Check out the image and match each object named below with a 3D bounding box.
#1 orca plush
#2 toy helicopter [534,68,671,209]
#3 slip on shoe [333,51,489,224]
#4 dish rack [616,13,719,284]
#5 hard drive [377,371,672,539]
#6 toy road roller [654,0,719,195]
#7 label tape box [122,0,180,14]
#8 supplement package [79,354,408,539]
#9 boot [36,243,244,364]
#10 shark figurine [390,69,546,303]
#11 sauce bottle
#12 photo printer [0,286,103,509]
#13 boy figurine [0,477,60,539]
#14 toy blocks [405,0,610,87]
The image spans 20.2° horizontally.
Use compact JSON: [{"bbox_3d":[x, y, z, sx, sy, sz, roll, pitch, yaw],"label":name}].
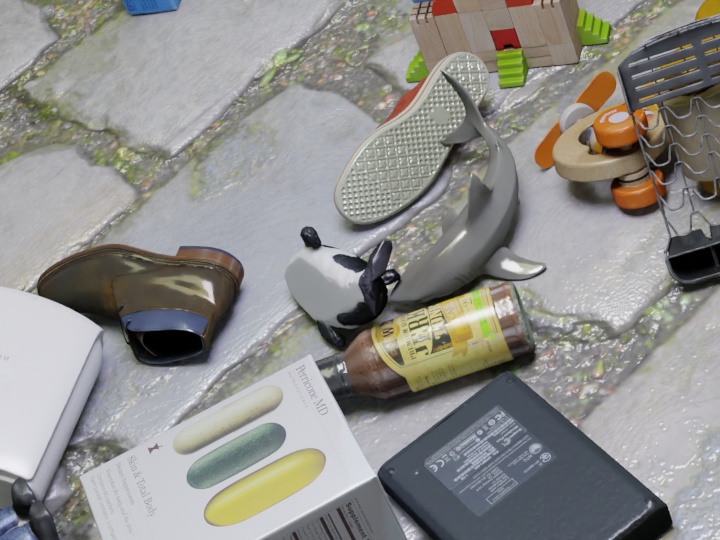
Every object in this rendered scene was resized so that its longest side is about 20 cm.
[{"bbox_3d":[0.000,0.000,1.715,0.071,0.200,0.106,-19,83,-20],"label":"orca plush"},{"bbox_3d":[0.238,-0.138,1.795,0.132,0.079,0.200,7,39,42],"label":"toy helicopter"},{"bbox_3d":[0.044,-0.119,1.865,0.200,0.074,0.061,-52,13,-20],"label":"slip on shoe"},{"bbox_3d":[0.295,-0.103,1.628,0.152,0.201,0.055,-18,20,7],"label":"dish rack"},{"bbox_3d":[0.122,0.172,1.541,0.139,0.033,0.200,-36,42,-13],"label":"hard drive"},{"bbox_3d":[0.326,-0.170,1.740,0.199,0.123,0.146,-33,28,-14],"label":"toy road roller"},{"bbox_3d":[-0.225,-0.400,2.216,0.066,0.144,0.201,-5,45,20],"label":"label tape box"},{"bbox_3d":[-0.078,0.200,1.517,0.199,0.151,0.152,-27,41,-4],"label":"supplement package"},{"bbox_3d":[-0.208,0.032,1.813,0.199,0.075,0.097,-6,42,18],"label":"boot"},{"bbox_3d":[0.101,-0.073,1.749,0.127,0.090,0.216,2,59,22],"label":"shark figurine"},{"bbox_3d":[0.042,0.068,1.664,0.199,0.065,0.065,-20,41,6],"label":"sauce bottle"},{"bbox_3d":[-0.321,0.101,1.763,0.165,0.070,0.201,16,50,5],"label":"photo printer"},{"bbox_3d":[-0.344,0.243,1.635,0.199,0.065,0.124,-26,43,-19],"label":"boy figurine"},{"bbox_3d":[0.121,-0.255,1.907,0.199,0.137,0.100,-5,45,22],"label":"toy blocks"}]
